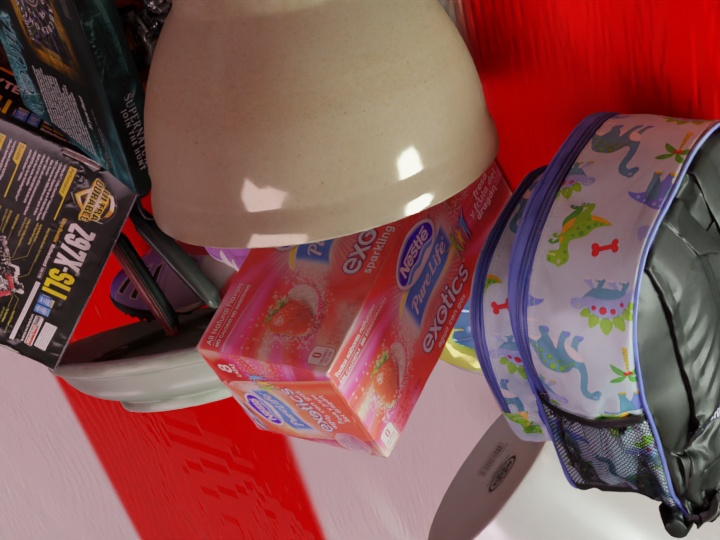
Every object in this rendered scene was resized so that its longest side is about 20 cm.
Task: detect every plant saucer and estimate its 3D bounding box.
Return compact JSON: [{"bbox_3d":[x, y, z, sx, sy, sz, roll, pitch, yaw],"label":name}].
[{"bbox_3d":[-0.125,0.065,1.551,0.200,0.200,0.050,-4,101,47],"label":"plant saucer"}]

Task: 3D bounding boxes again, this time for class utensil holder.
[{"bbox_3d":[0.172,0.196,1.516,0.200,0.170,0.170,36,152,-10],"label":"utensil holder"}]

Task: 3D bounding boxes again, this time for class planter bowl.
[{"bbox_3d":[-0.032,-0.114,1.184,0.200,0.200,0.135,6,117,38],"label":"planter bowl"}]

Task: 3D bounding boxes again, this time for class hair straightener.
[{"bbox_3d":[-0.156,-0.055,1.496,0.200,0.077,0.041,57,-171,-1],"label":"hair straightener"}]

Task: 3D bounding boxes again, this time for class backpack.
[{"bbox_3d":[0.148,0.013,1.209,0.147,0.183,0.200,11,143,29],"label":"backpack"}]

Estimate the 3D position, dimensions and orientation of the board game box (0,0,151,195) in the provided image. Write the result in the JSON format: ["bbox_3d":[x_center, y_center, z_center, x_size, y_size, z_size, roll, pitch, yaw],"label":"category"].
[{"bbox_3d":[-0.181,-0.152,1.255,0.135,0.028,0.200,37,152,40],"label":"board game box"}]

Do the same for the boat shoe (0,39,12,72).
[{"bbox_3d":[-0.197,-0.127,1.417,0.200,0.072,0.065,31,154,2],"label":"boat shoe"}]

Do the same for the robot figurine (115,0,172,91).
[{"bbox_3d":[-0.151,-0.176,1.279,0.145,0.058,0.200,47,157,16],"label":"robot figurine"}]

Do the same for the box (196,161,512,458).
[{"bbox_3d":[0.000,0.000,1.305,0.103,0.200,0.095,10,149,34],"label":"box"}]

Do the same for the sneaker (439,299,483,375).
[{"bbox_3d":[0.031,-0.001,1.434,0.200,0.076,0.105,14,133,22],"label":"sneaker"}]

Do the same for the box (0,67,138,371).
[{"bbox_3d":[-0.242,-0.039,1.433,0.160,0.049,0.200,24,132,-7],"label":"box"}]

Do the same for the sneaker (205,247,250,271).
[{"bbox_3d":[-0.050,-0.003,1.428,0.201,0.073,0.114,66,153,9],"label":"sneaker"}]

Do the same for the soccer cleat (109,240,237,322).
[{"bbox_3d":[-0.122,-0.006,1.573,0.200,0.068,0.073,-1,118,49],"label":"soccer cleat"}]
